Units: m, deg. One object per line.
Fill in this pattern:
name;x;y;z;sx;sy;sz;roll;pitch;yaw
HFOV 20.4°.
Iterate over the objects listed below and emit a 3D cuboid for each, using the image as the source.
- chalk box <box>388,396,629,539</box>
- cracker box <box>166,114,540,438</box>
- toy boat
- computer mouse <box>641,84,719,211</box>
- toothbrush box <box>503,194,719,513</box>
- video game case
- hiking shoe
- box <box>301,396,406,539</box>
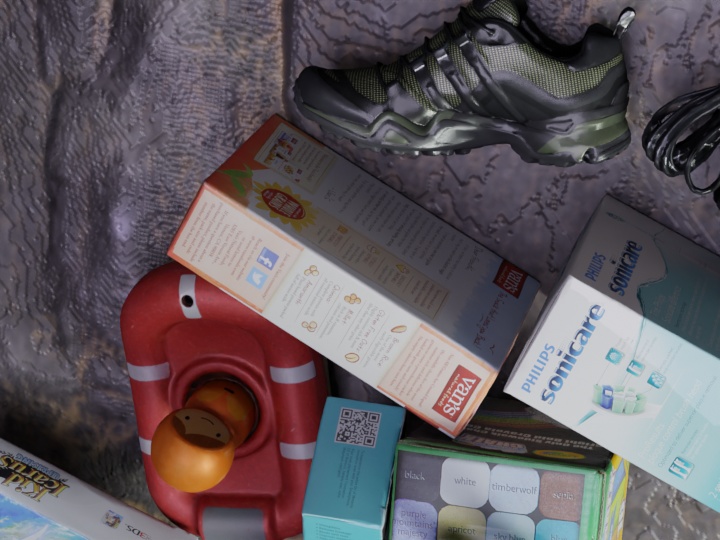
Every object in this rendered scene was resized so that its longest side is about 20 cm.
chalk box;0.085;0.156;1.168;0.123;0.200;0.125;7;100;14
cracker box;0.000;0.000;1.179;0.199;0.134;0.058;32;116;3
toy boat;-0.091;0.092;1.244;0.129;0.131;0.202;-1;111;17
computer mouse;0.263;-0.035;1.128;0.138;0.053;0.201;-33;91;7
toothbrush box;0.197;0.057;1.138;0.199;0.147;0.086;30;115;2
video game case;-0.214;0.213;1.345;0.180;0.046;0.201;25;133;6
hiking shoe;0.060;-0.119;1.158;0.198;0.076;0.102;4;104;5
box;-0.003;0.166;1.222;0.049;0.083;0.201;8;145;6
